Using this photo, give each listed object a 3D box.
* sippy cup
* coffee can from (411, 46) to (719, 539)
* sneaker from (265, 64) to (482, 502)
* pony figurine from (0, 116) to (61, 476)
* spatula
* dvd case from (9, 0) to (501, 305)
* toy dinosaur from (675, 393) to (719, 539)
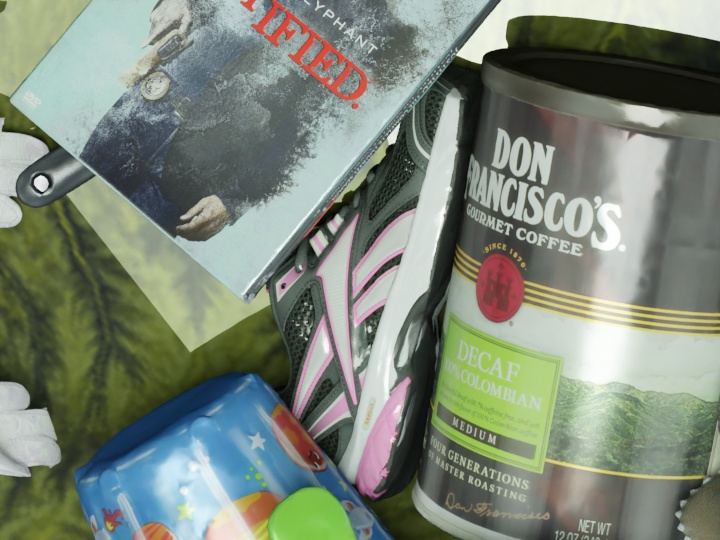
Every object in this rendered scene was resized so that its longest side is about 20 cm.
[{"bbox_3d":[-0.056,0.121,1.207,0.178,0.140,0.131,-26,98,31],"label":"sippy cup"},{"bbox_3d":[0.109,0.016,1.182,0.146,0.146,0.201,10,102,5],"label":"coffee can"},{"bbox_3d":[0.000,0.000,1.231,0.086,0.080,0.201,18,97,15],"label":"sneaker"},{"bbox_3d":[-0.233,0.017,1.219,0.200,0.193,0.167,-13,81,32],"label":"pony figurine"},{"bbox_3d":[-0.070,-0.086,1.229,0.200,0.021,0.057,-33,94,1],"label":"spatula"},{"bbox_3d":[-0.040,-0.106,1.201,0.146,0.022,0.200,40,88,14],"label":"dvd case"},{"bbox_3d":[0.179,0.055,1.100,0.102,0.077,0.201,11,96,42],"label":"toy dinosaur"}]
